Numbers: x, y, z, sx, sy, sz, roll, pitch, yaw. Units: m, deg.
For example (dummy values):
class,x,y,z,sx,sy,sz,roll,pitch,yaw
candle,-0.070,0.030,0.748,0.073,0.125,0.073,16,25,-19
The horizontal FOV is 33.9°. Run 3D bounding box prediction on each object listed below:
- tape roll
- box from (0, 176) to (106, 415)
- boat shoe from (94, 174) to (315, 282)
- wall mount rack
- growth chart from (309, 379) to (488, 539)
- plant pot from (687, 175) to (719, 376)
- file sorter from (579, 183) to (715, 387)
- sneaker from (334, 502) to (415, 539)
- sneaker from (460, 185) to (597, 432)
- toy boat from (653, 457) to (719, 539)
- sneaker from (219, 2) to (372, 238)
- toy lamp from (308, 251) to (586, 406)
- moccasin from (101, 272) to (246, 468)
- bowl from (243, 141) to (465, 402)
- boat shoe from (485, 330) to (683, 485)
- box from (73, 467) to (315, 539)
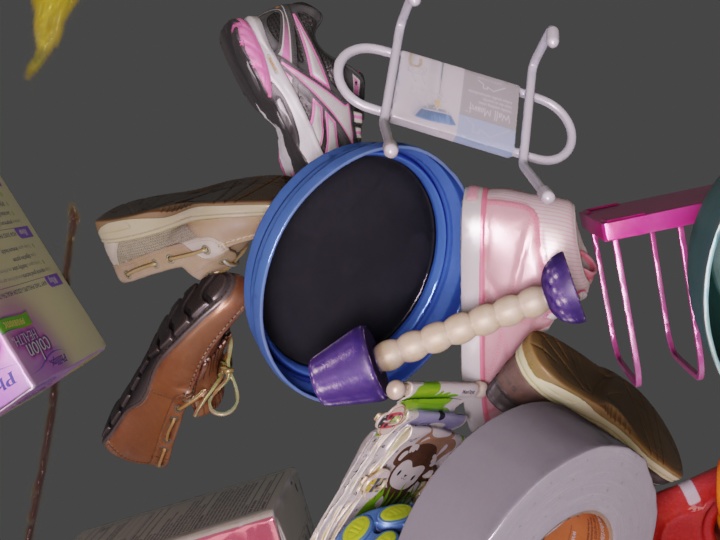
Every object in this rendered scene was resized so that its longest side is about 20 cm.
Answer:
class,x,y,z,sx,sy,sz,roll,pitch,yaw
tape roll,0.113,0.195,0.805,0.066,0.199,0.203,31,99,45
box,-0.306,0.012,0.897,0.096,0.176,0.202,-32,93,6
boat shoe,-0.116,-0.028,0.918,0.197,0.072,0.066,-8,107,26
wall mount rack,0.077,-0.118,0.864,0.196,0.075,0.176,15,57,-8
growth chart,0.024,0.157,0.868,0.018,0.144,0.202,39,114,32
plant pot,0.290,-0.002,0.718,0.196,0.161,0.205,1,100,4
file sorter,0.276,0.002,0.870,0.196,0.139,0.128,-12,96,5
sneaker,0.048,0.206,0.863,0.070,0.198,0.084,31,122,33
sneaker,0.126,0.035,0.897,0.102,0.076,0.204,1,113,6
toy boat,0.283,0.183,0.871,0.197,0.131,0.132,-25,131,3
sneaker,-0.025,-0.117,0.916,0.085,0.080,0.202,-29,103,-15
toy lamp,0.059,0.047,0.836,0.197,0.058,0.059,-20,93,10
moccasin,-0.132,0.083,0.920,0.077,0.074,0.203,27,117,-12
bowl,0.000,0.000,0.883,0.198,0.039,0.204,-18,121,-32
boat shoe,0.171,0.113,0.900,0.065,0.074,0.199,-37,124,26
box,-0.133,0.248,0.929,0.197,0.128,0.111,-18,94,7
